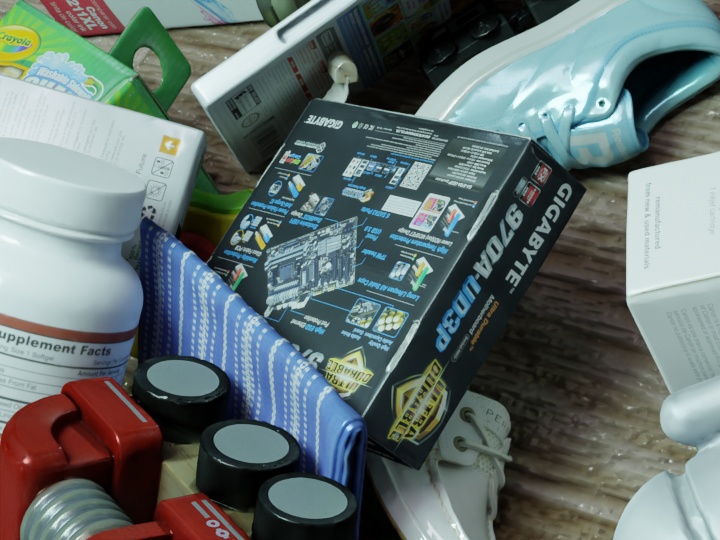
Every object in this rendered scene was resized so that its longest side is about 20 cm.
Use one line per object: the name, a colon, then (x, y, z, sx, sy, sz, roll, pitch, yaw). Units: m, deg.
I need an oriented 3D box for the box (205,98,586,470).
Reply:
box: (0.000, 0.000, 1.211, 0.200, 0.046, 0.159, 15, 70, 56)

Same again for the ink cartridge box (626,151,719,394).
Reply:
ink cartridge box: (0.233, 0.010, 1.095, 0.200, 0.147, 0.083, -12, 45, 19)

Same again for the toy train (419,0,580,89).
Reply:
toy train: (0.119, -0.164, 1.383, 0.200, 0.034, 0.046, -31, 33, 4)

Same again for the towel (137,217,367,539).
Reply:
towel: (-0.060, 0.082, 1.185, 0.024, 0.145, 0.200, -15, 36, -30)

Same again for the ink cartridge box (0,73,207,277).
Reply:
ink cartridge box: (-0.187, -0.051, 1.283, 0.200, 0.037, 0.095, 16, 77, 1)

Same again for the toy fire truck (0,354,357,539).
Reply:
toy fire truck: (-0.126, 0.139, 1.096, 0.200, 0.129, 0.176, -8, 30, -32)

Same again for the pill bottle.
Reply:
pill bottle: (-0.171, 0.042, 1.208, 0.112, 0.112, 0.200, 26, 104, 41)

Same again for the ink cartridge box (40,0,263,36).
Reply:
ink cartridge box: (-0.093, -0.227, 1.514, 0.200, 0.083, 0.146, -1, 53, 28)

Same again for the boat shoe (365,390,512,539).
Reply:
boat shoe: (0.040, 0.084, 1.194, 0.069, 0.071, 0.200, -30, 44, 6)

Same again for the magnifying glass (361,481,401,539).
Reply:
magnifying glass: (-0.013, 0.184, 1.179, 0.080, 0.022, 0.200, -18, 46, 15)

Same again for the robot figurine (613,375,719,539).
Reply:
robot figurine: (0.191, 0.118, 1.052, 0.200, 0.113, 0.170, -26, 76, 8)

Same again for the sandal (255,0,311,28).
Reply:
sandal: (-0.006, -0.169, 1.374, 0.057, 0.080, 0.201, -16, 7, 19)

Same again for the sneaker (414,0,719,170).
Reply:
sneaker: (0.105, -0.081, 1.293, 0.200, 0.074, 0.082, -37, 43, -1)

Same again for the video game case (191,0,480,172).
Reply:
video game case: (0.004, -0.133, 1.352, 0.200, 0.143, 0.018, -35, 76, -2)

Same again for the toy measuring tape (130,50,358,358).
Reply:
toy measuring tape: (-0.079, -0.041, 1.321, 0.200, 0.074, 0.074, -58, 45, 11)

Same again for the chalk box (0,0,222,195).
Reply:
chalk box: (-0.168, -0.057, 1.388, 0.200, 0.125, 0.124, -46, 47, -10)
